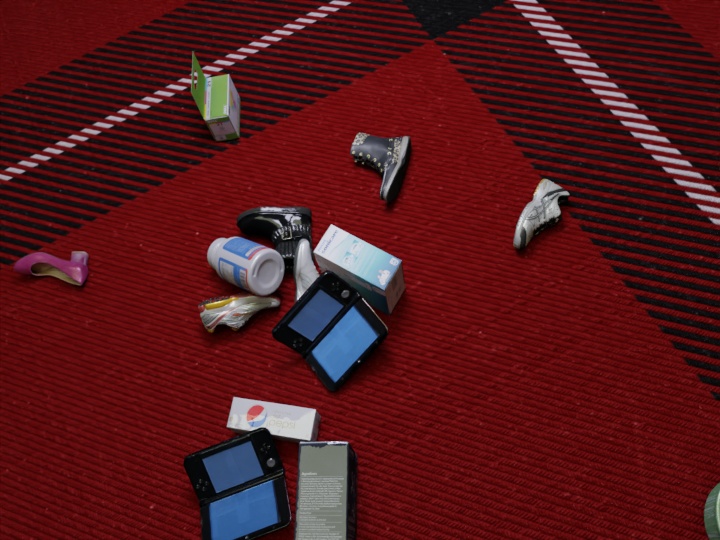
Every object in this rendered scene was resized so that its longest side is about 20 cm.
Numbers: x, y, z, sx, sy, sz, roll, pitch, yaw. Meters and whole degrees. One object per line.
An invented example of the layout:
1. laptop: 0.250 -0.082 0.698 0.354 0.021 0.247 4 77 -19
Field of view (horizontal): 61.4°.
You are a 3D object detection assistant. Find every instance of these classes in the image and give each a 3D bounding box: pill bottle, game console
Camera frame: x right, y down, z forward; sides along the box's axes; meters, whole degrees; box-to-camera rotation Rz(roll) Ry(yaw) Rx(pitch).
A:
1. pill bottle: -0.283 -0.018 1.468 0.197 0.113 0.113 20 68 40
2. game console: -0.069 0.136 1.347 0.200 0.171 0.119 -47 39 8
3. game console: -0.258 0.454 1.258 0.195 0.119 0.177 -19 105 -2

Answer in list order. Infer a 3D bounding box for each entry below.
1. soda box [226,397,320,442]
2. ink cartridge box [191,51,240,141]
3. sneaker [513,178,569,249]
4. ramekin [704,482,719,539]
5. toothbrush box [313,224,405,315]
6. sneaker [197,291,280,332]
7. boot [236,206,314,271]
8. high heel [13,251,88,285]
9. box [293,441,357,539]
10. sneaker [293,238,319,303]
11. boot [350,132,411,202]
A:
1. soda box: -0.191 0.334 1.340 0.194 0.064 0.070 6 66 11
2. ink cartridge box: -0.397 -0.480 1.670 0.073 0.201 0.152 -7 64 4
3. sneaker: 0.437 -0.129 1.454 0.086 0.076 0.202 27 72 19
4. ramekin: 0.743 0.470 1.119 0.194 0.098 0.205 -3 65 7
5. toothbrush box: 0.000 0.000 1.421 0.196 0.147 0.086 26 70 20
6. sneaker: -0.289 0.097 1.467 0.194 0.078 0.085 -12 99 -7
7. boot: -0.216 -0.075 1.524 0.204 0.080 0.162 -4 65 6
8. high heel: -0.810 0.008 1.582 0.194 0.068 0.098 -4 53 -8
9. box: -0.065 0.461 1.215 0.104 0.149 0.205 -3 65 6
10. sneaker: -0.120 0.027 1.442 0.078 0.070 0.207 -3 100 -10
11. boot: 0.041 -0.274 1.583 0.150 0.074 0.208 12 61 16
